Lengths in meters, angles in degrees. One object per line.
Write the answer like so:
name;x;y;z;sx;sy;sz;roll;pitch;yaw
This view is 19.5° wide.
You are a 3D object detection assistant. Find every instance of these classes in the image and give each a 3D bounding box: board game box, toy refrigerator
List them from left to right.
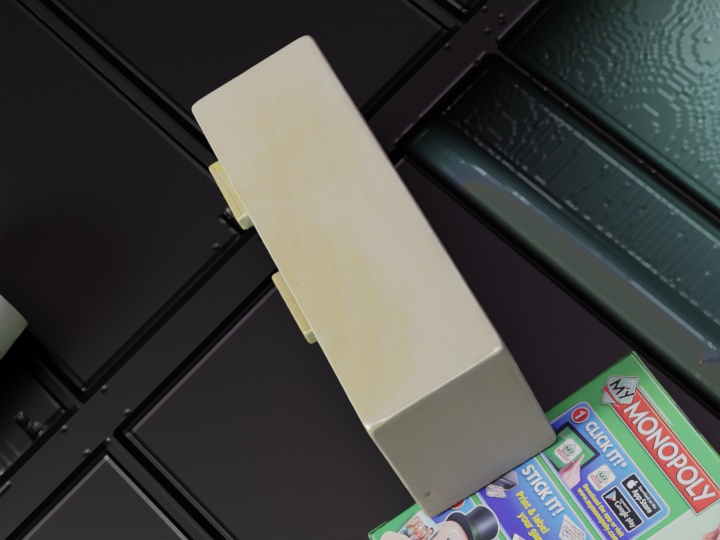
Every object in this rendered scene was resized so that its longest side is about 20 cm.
toy refrigerator;0.000;0.000;0.878;0.070;0.076;0.201;-31;51;1
board game box;0.102;0.134;0.792;0.134;0.029;0.200;-33;44;-1

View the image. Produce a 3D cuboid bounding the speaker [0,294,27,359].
speaker;-0.237;0.075;0.930;0.081;0.081;0.200;30;77;28
